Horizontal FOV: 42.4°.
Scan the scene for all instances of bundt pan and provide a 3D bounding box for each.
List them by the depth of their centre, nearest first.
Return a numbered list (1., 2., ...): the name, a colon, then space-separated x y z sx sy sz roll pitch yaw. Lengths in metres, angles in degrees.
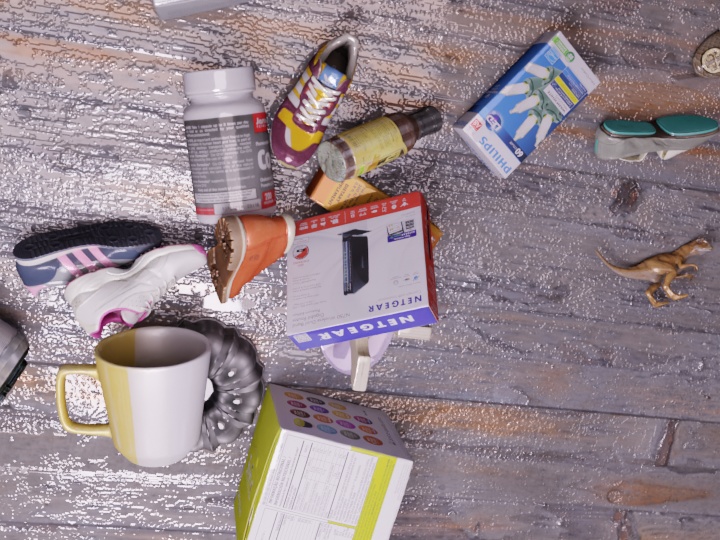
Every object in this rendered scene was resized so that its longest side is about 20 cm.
1. bundt pan: -0.232 0.174 1.340 0.200 0.076 0.204 -2 101 -11

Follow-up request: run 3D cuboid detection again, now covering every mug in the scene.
1. mug: -0.287 0.168 1.232 0.185 0.149 0.155 9 109 23

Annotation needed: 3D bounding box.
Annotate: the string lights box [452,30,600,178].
1. string lights box: 0.243 -0.244 1.369 0.200 0.059 0.103 -46 106 -1

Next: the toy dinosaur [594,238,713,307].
1. toy dinosaur: 0.463 0.003 1.469 0.198 0.060 0.107 -13 78 -14

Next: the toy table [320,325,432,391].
1. toy table: 0.002 0.065 1.347 0.182 0.117 0.202 -5 102 -10

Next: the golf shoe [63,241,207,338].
1. golf shoe: -0.297 0.028 1.269 0.198 0.075 0.092 -22 70 -13

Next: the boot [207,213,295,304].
1. boot: -0.151 -0.016 1.278 0.106 0.200 0.076 -14 72 -26

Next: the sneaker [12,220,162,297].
1. sneaker: -0.374 -0.015 1.292 0.198 0.070 0.083 -8 127 -13

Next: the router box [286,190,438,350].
1. router box: 0.000 0.000 1.248 0.198 0.181 0.049 -13 147 16

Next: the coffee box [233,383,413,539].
1. coffee box: -0.062 0.305 1.333 0.196 0.200 0.202 16 97 -13

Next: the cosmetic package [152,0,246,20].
1. cosmetic package: -0.201 -0.422 1.174 0.163 0.200 0.167 -15 103 -9

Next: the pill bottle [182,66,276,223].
1. pill bottle: -0.180 -0.172 1.268 0.113 0.114 0.202 -8 102 -10

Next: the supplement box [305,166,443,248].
1. supplement box: 0.021 -0.085 1.349 0.199 0.069 0.067 30 95 -17

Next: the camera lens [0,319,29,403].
1. camera lens: -0.552 0.109 1.218 0.199 0.160 0.160 37 91 -15

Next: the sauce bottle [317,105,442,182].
1. sauce bottle: 0.033 -0.184 1.303 0.199 0.064 0.065 -27 106 -31

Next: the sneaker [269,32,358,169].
1. sneaker: -0.062 -0.235 1.260 0.074 0.090 0.202 26 68 -13

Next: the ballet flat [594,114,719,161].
1. ballet flat: 0.451 -0.200 1.426 0.198 0.068 0.064 -4 128 -10

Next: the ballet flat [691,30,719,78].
1. ballet flat: 0.603 -0.351 1.429 0.198 0.046 0.068 -23 103 -7
